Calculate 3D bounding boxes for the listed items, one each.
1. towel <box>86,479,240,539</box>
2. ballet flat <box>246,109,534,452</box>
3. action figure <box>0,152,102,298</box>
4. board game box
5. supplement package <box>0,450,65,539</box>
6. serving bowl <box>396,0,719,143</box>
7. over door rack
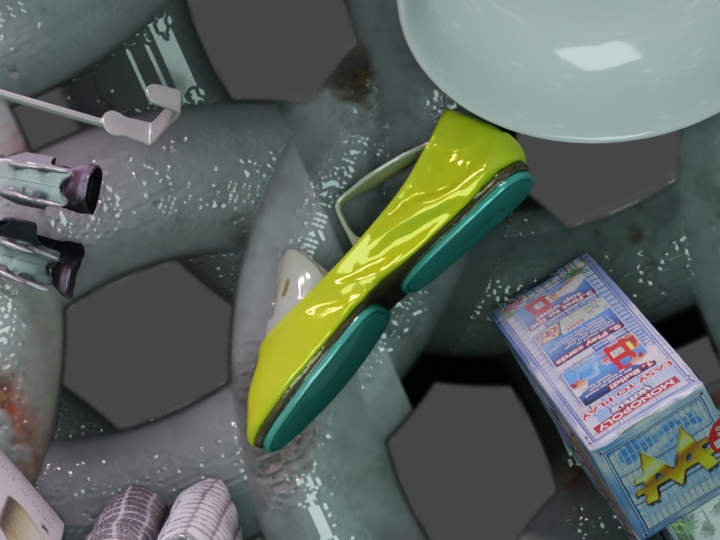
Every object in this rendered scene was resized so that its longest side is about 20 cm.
[{"bbox_3d":[-0.090,0.211,1.435,0.086,0.166,0.200,-7,94,-1],"label":"towel"},{"bbox_3d":[0.000,0.000,1.483,0.067,0.067,0.200,43,90,15],"label":"ballet flat"},{"bbox_3d":[-0.230,-0.046,1.460,0.200,0.069,0.130,14,105,0],"label":"action figure"},{"bbox_3d":[0.147,0.099,1.416,0.062,0.200,0.200,-32,96,1],"label":"board game box"},{"bbox_3d":[-0.246,0.131,1.409,0.151,0.200,0.152,-40,97,2],"label":"supplement package"},{"bbox_3d":[0.117,-0.154,1.433,0.200,0.066,0.200,0,136,0],"label":"serving bowl"},{"bbox_3d":[-0.184,-0.135,1.424,0.200,0.067,0.148,9,59,-14],"label":"over door rack"}]
